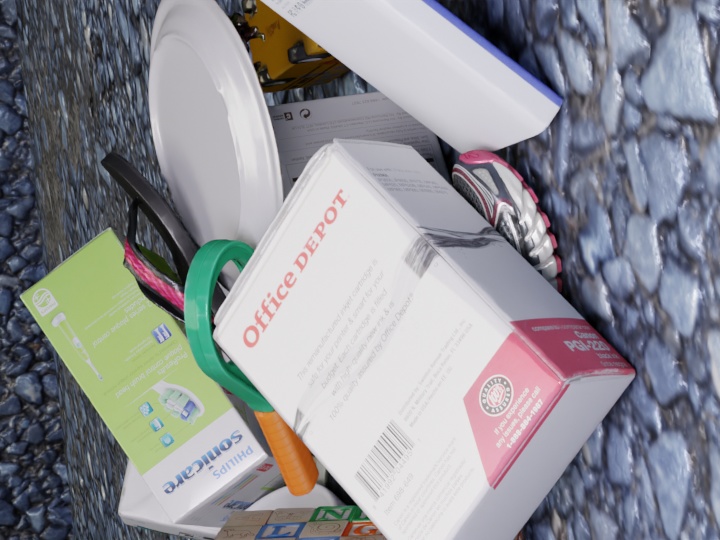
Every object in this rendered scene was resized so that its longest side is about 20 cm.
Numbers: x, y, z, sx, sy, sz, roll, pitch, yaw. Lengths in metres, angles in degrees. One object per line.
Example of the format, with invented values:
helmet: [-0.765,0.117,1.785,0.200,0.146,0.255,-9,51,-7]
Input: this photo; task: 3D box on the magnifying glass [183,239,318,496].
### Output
magnifying glass: [-0.063,0.064,1.195,0.080,0.022,0.200,-67,-34,-40]

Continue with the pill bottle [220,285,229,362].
pill bottle: [-0.068,-0.014,1.464,0.200,0.109,0.109,-97,9,-46]

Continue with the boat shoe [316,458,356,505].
boat shoe: [0.013,0.092,1.403,0.066,0.074,0.200,24,111,40]

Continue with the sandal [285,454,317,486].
sandal: [-0.017,0.154,1.563,0.212,0.077,0.070,93,-161,-77]

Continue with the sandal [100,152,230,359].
sandal: [-0.115,0.014,1.261,0.200,0.045,0.075,58,173,-4]

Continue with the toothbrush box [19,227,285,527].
toothbrush box: [-0.138,0.081,1.414,0.200,0.086,0.146,55,-177,13]

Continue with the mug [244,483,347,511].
mug: [-0.030,0.282,1.397,0.175,0.200,0.147,46,152,-26]

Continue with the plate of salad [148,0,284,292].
plate of salad: [-0.083,-0.081,1.225,0.200,0.048,0.201,44,141,51]

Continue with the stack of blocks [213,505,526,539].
stack of blocks: [0.005,0.194,1.238,0.115,0.199,0.059,-52,-44,-73]

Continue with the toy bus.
toy bus: [-0.033,-0.170,1.373,0.200,0.078,0.065,167,94,-74]

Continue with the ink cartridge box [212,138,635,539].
ink cartridge box: [0.029,0.044,1.076,0.200,0.085,0.146,46,117,26]

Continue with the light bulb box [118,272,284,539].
light bulb box: [-0.115,0.120,1.592,0.200,0.124,0.199,121,161,-79]

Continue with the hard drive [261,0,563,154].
hard drive: [0.009,-0.138,1.103,0.200,0.025,0.132,36,168,-10]

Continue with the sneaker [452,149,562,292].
sneaker: [0.073,0.029,1.137,0.081,0.074,0.201,-142,45,-67]

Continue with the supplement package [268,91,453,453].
supplement package: [0.000,0.000,1.286,0.121,0.119,0.201,118,140,-61]
